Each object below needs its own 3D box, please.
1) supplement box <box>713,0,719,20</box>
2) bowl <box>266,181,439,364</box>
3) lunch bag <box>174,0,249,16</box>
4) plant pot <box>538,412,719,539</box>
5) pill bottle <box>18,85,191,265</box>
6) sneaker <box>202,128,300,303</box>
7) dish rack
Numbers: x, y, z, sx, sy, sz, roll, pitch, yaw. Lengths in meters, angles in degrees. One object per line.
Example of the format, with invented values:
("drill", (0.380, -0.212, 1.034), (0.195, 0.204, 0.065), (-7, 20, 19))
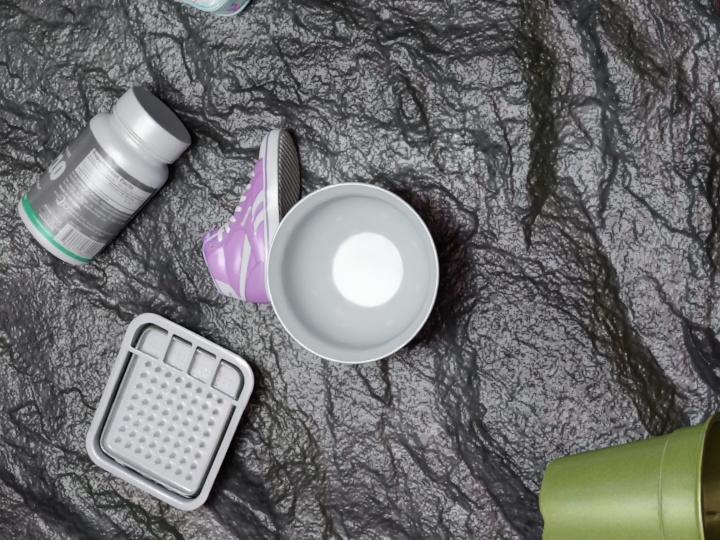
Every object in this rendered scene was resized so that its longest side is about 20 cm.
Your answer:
("supplement box", (0.404, -0.346, 1.463), (0.132, 0.197, 0.202), (-18, 88, 15))
("bowl", (0.000, 0.000, 1.647), (0.199, 0.090, 0.204), (1, 95, 14))
("lunch bag", (-0.167, -0.397, 1.672), (0.159, 0.077, 0.201), (30, 101, 10))
("plant pot", (0.296, 0.258, 1.549), (0.188, 0.200, 0.202), (-7, 92, 26))
("pill bottle", (-0.297, -0.111, 1.706), (0.200, 0.113, 0.113), (-45, 82, 12))
("sneaker", (-0.133, -0.065, 1.689), (0.113, 0.073, 0.203), (5, 92, 21))
("dish rack", (-0.223, 0.166, 1.741), (0.170, 0.044, 0.202), (25, 99, 11))
